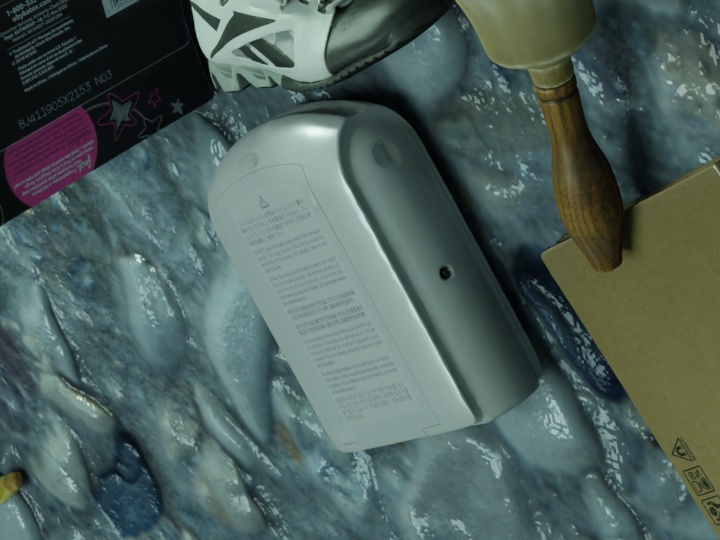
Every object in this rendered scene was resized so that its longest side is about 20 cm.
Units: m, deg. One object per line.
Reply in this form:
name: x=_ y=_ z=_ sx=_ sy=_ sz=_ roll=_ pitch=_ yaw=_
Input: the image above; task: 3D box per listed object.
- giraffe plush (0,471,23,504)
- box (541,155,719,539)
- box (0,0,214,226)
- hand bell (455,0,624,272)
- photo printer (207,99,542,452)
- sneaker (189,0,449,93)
giraffe plush: x=-0.377 y=0.144 z=2.074 sx=0.173 sy=0.162 sz=0.200 roll=2 pitch=119 yaw=52
box: x=0.191 y=0.049 z=1.375 sx=0.200 sy=0.021 sz=0.163 roll=58 pitch=147 yaw=-2
box: x=-0.207 y=-0.124 z=1.580 sx=0.115 sy=0.200 sz=0.132 roll=16 pitch=130 yaw=44
hand bell: x=0.097 y=-0.084 z=1.321 sx=0.104 sy=0.104 sz=0.200 roll=15 pitch=135 yaw=46
photo printer: x=0.000 y=0.000 z=1.540 sx=0.166 sy=0.069 sz=0.200 roll=-19 pitch=102 yaw=57
sneaker: x=-0.036 y=-0.147 z=1.453 sx=0.200 sy=0.074 sz=0.089 roll=-1 pitch=119 yaw=53
